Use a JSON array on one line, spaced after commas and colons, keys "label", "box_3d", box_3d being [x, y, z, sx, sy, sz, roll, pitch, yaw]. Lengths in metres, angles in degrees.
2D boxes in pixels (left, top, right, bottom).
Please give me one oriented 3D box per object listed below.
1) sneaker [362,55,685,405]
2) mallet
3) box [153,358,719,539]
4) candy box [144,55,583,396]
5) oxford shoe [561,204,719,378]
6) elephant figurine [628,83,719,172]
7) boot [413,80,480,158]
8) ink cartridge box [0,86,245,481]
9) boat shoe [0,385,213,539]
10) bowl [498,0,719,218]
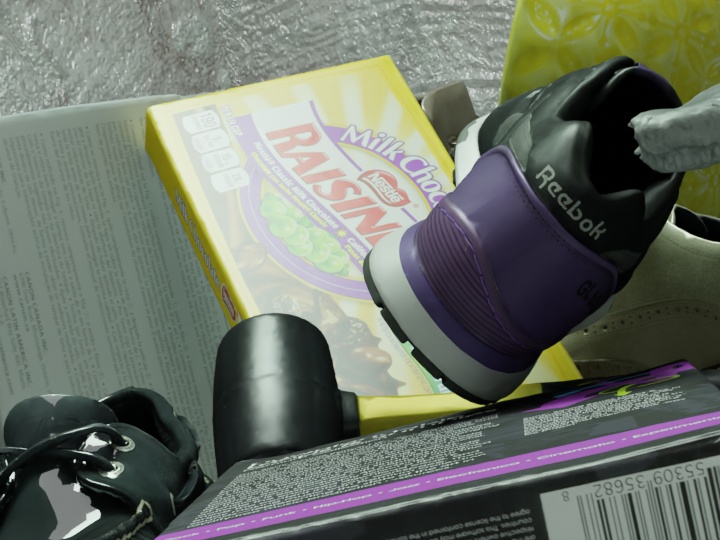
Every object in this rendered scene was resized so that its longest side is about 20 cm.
[{"label": "sneaker", "box_3d": [0.074, -0.028, 0.733, 0.088, 0.076, 0.200, -42, 4, 24]}, {"label": "mallet", "box_3d": [0.049, 0.036, 0.758, 0.198, 0.041, 0.066, -8, 43, -9]}, {"label": "box", "box_3d": [0.028, 0.060, 0.610, 0.142, 0.036, 0.200, -13, 2, 4]}, {"label": "candy box", "box_3d": [0.000, 0.000, 0.842, 0.101, 0.201, 0.027, -12, -44, -18]}, {"label": "oxford shoe", "box_3d": [0.105, 0.016, 0.843, 0.199, 0.074, 0.071, -14, 3, 26]}, {"label": "elephant figurine", "box_3d": [0.175, -0.015, 0.713, 0.141, 0.155, 0.200, -41, -6, -2]}, {"label": "boot", "box_3d": [0.055, -0.014, 1.092, 0.070, 0.147, 0.199, -15, -1, 36]}, {"label": "ink cartridge box", "box_3d": [-0.089, 0.015, 0.912, 0.050, 0.163, 0.199, -13, 0, 36]}, {"label": "boat shoe", "box_3d": [-0.083, 0.068, 0.689, 0.074, 0.067, 0.199, -13, 1, 14]}, {"label": "bowl", "box_3d": [0.127, -0.058, 0.920, 0.107, 0.202, 0.200, 9, 7, 15]}]
